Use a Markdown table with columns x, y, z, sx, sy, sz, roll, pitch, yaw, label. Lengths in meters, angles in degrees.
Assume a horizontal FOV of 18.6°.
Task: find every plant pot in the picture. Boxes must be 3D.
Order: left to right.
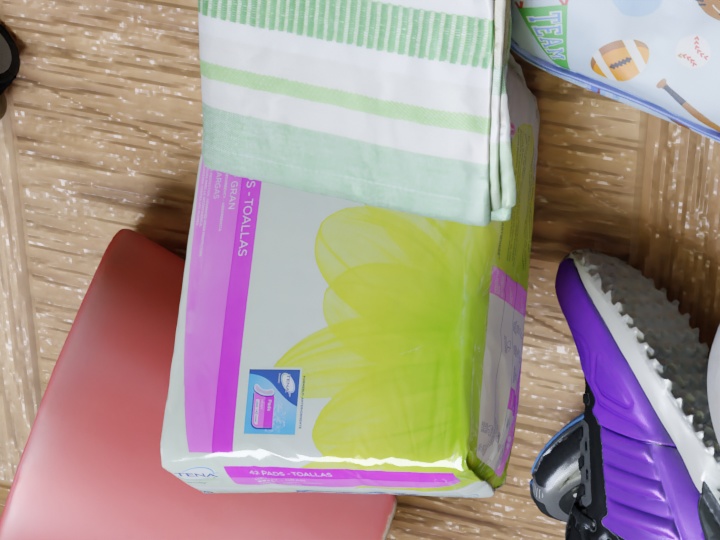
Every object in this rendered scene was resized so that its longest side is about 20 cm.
| x | y | z | sx | sy | sz | roll | pitch | yaw | label |
| --- | --- | --- | --- | --- | --- | --- | --- | --- | --- |
| -0.074 | 0.102 | 1.104 | 0.176 | 0.201 | 0.201 | 20 | 129 | -2 | plant pot |

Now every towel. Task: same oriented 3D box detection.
| x | y | z | sx | sy | sz | roll | pitch | yaw | label |
| --- | --- | --- | --- | --- | --- | --- | --- | --- | --- |
| -0.001 | -0.123 | 0.917 | 0.151 | 0.023 | 0.202 | 13 | 119 | 24 | towel |

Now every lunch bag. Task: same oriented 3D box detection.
| x | y | z | sx | sy | sz | roll | pitch | yaw | label |
| --- | --- | --- | --- | --- | --- | --- | --- | --- | --- |
| 0.149 | -0.150 | 0.901 | 0.159 | 0.076 | 0.201 | 21 | 127 | 5 | lunch bag |

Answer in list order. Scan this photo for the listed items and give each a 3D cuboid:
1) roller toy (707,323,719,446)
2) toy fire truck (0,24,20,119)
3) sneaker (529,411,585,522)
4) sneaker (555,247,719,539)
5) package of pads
| x | y | z | sx | sy | sz | roll | pitch | yaw | label |
| --- | --- | --- | --- | --- | --- | --- | --- | --- | --- |
| 0.247 | 0.037 | 0.943 | 0.200 | 0.140 | 0.182 | 46 | 128 | -12 | roller toy |
| -0.270 | -0.092 | 1.035 | 0.176 | 0.200 | 0.129 | 44 | 128 | -10 | toy fire truck |
| 0.175 | 0.114 | 1.062 | 0.198 | 0.083 | 0.071 | 9 | 130 | 18 | sneaker |
| 0.126 | 0.089 | 1.019 | 0.099 | 0.069 | 0.201 | -39 | 68 | 26 | sneaker |
| 0.000 | 0.000 | 0.992 | 0.153 | 0.202 | 0.068 | -1 | 163 | 20 | package of pads |
